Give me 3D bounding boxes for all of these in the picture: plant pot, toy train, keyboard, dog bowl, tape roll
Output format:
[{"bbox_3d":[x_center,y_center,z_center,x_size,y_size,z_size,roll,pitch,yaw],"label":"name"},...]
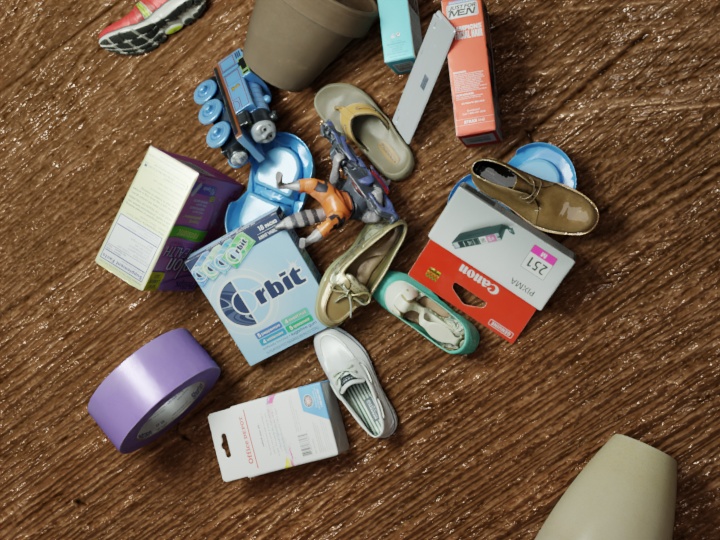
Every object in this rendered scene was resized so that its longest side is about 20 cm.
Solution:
[{"bbox_3d":[0.361,0.340,1.302,0.186,0.187,0.201,24,81,15],"label":"plant pot"},{"bbox_3d":[-0.096,-0.380,1.445,0.200,0.200,0.175,43,118,12],"label":"plant pot"},{"bbox_3d":[-0.192,-0.253,1.474,0.114,0.087,0.201,-33,50,13],"label":"toy train"},{"bbox_3d":[0.094,-0.286,1.401,0.056,0.011,0.201,55,139,34],"label":"keyboard"},{"bbox_3d":[0.227,-0.111,1.404,0.199,0.050,0.112,-27,82,13],"label":"dog bowl"},{"bbox_3d":[-0.139,-0.120,1.498,0.111,0.050,0.202,24,96,15],"label":"dog bowl"},{"bbox_3d":[-0.323,0.190,1.472,0.200,0.200,0.085,-44,78,10],"label":"tape roll"}]

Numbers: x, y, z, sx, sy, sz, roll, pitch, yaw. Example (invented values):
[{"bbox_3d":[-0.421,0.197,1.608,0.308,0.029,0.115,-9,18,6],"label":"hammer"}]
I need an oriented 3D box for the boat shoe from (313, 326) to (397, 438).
[{"bbox_3d":[-0.009,0.170,1.453,0.073,0.067,0.201,-40,79,11],"label":"boat shoe"}]

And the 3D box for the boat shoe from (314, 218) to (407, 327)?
[{"bbox_3d":[0.000,0.000,1.430,0.073,0.063,0.201,33,85,-24],"label":"boat shoe"}]

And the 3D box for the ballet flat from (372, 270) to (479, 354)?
[{"bbox_3d":[0.093,0.061,1.425,0.199,0.070,0.068,34,100,14],"label":"ballet flat"}]

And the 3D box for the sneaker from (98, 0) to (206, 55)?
[{"bbox_3d":[-0.352,-0.432,1.571,0.198,0.077,0.086,-26,71,7],"label":"sneaker"}]

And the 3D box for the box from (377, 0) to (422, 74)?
[{"bbox_3d":[0.057,-0.413,1.442,0.049,0.082,0.202,-8,86,16],"label":"box"}]

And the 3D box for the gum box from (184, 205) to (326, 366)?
[{"bbox_3d":[-0.150,0.026,1.469,0.169,0.045,0.201,-27,107,13],"label":"gum box"}]

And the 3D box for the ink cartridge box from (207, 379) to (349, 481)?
[{"bbox_3d":[-0.130,0.255,1.484,0.198,0.068,0.116,-16,84,14],"label":"ink cartridge box"}]

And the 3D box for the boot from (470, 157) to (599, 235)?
[{"bbox_3d":[0.245,-0.105,1.335,0.199,0.075,0.074,26,94,14],"label":"boot"}]

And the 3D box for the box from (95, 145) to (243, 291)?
[{"bbox_3d":[-0.298,-0.076,1.483,0.096,0.176,0.201,30,96,14],"label":"box"}]

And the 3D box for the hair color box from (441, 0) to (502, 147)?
[{"bbox_3d":[0.168,-0.294,1.393,0.063,0.111,0.202,-8,87,14],"label":"hair color box"}]

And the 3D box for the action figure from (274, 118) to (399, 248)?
[{"bbox_3d":[-0.042,-0.124,1.422,0.201,0.192,0.105,61,143,22],"label":"action figure"}]

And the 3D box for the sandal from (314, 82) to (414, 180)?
[{"bbox_3d":[0.006,-0.223,1.465,0.080,0.054,0.200,-45,78,10],"label":"sandal"}]

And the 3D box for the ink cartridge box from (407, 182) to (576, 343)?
[{"bbox_3d":[0.187,-0.004,1.376,0.199,0.044,0.174,33,113,4],"label":"ink cartridge box"}]
